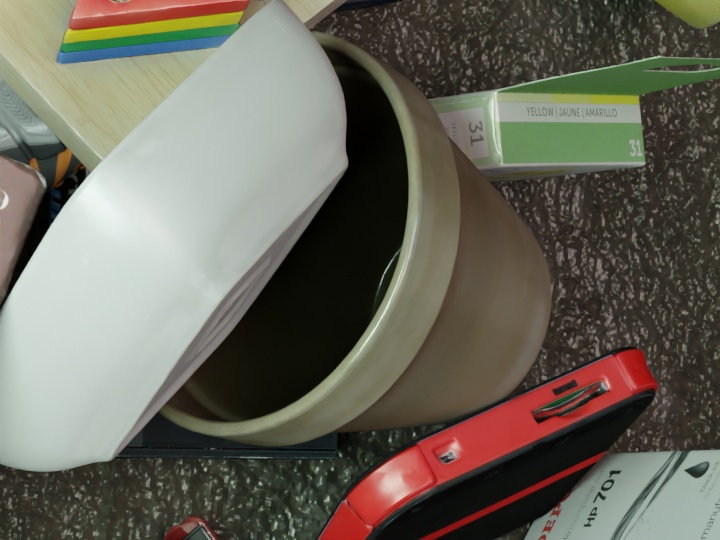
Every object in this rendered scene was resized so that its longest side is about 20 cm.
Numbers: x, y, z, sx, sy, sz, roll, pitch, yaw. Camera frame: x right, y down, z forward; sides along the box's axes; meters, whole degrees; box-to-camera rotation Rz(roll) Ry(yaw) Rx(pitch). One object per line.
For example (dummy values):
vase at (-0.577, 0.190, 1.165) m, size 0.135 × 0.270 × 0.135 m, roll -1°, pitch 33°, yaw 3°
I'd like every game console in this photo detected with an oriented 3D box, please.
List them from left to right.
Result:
game console at (0.055, 0.116, 1.535) m, size 0.200 × 0.177 × 0.031 m, roll -21°, pitch 71°, yaw -32°

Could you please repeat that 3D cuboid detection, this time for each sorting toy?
sorting toy at (-0.109, -0.179, 1.355) m, size 0.199 × 0.070 × 0.200 m, roll -40°, pitch 82°, yaw -27°

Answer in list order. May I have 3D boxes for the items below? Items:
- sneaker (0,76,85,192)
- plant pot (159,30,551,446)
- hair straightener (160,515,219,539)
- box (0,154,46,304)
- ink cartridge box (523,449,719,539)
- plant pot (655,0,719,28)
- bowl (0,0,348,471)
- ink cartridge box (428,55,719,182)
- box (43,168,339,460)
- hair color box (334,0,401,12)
sneaker at (-0.173, -0.047, 1.410) m, size 0.200 × 0.078 × 0.112 m, roll -23°, pitch 143°, yaw -12°
plant pot at (0.000, 0.000, 1.444) m, size 0.173 × 0.200 × 0.201 m, roll 21°, pitch 76°, yaw -49°
hair straightener at (-0.053, 0.221, 1.473) m, size 0.200 × 0.041 × 0.077 m, roll 56°, pitch 30°, yaw 3°
box at (-0.255, 0.024, 1.232) m, size 0.166 × 0.164 × 0.200 m, roll 22°, pitch 81°, yaw -17°
ink cartridge box at (0.167, 0.179, 1.580) m, size 0.086 × 0.200 × 0.147 m, roll 40°, pitch 67°, yaw -25°
plant pot at (0.173, -0.257, 1.629) m, size 0.142 × 0.200 × 0.200 m, roll 26°, pitch 73°, yaw -10°
bowl at (-0.086, -0.003, 1.281) m, size 0.075 × 0.200 × 0.200 m, roll 39°, pitch 40°, yaw 2°
ink cartridge box at (0.112, -0.077, 1.535) m, size 0.145 × 0.200 × 0.048 m, roll -4°, pitch 89°, yaw -53°
box at (-0.087, -0.001, 1.508) m, size 0.159 × 0.046 × 0.201 m, roll 4°, pitch 85°, yaw -34°
hair color box at (-0.059, -0.181, 1.528) m, size 0.200 × 0.060 × 0.100 m, roll -11°, pitch 94°, yaw -34°
